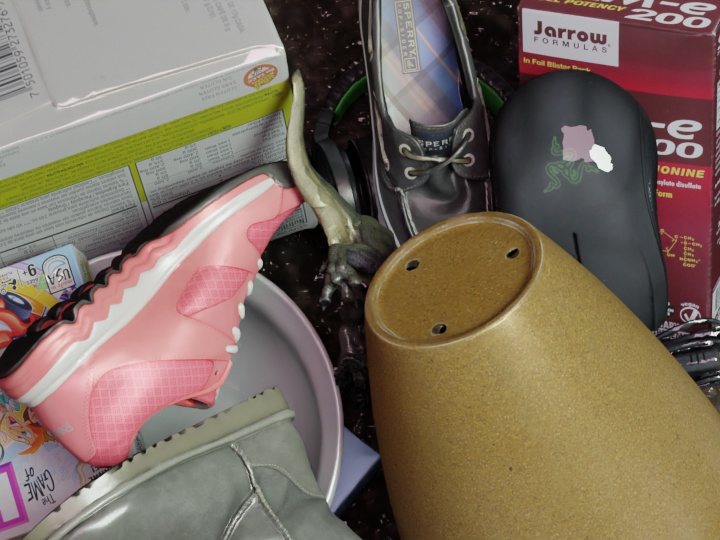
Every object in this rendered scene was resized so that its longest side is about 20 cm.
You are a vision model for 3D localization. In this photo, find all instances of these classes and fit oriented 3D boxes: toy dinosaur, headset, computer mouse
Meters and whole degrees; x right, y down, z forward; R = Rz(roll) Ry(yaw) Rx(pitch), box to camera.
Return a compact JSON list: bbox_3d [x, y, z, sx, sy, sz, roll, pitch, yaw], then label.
[{"bbox_3d":[0.000,0.000,1.478,0.047,0.200,0.088,-14,42,24],"label":"toy dinosaur"},{"bbox_3d":[0.025,-0.026,1.625,0.123,0.094,0.200,15,65,2],"label":"headset"},{"bbox_3d":[0.121,-0.007,1.512,0.138,0.053,0.200,-8,119,12],"label":"computer mouse"}]

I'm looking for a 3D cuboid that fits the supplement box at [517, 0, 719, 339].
[{"bbox_3d":[0.143,-0.061,1.551,0.109,0.200,0.061,9,37,19],"label":"supplement box"}]

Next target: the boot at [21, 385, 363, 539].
[{"bbox_3d":[-0.048,0.171,1.407,0.182,0.073,0.200,-26,83,-28],"label":"boot"}]

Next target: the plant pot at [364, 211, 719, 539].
[{"bbox_3d":[0.080,0.075,1.440,0.186,0.200,0.187,-18,38,15],"label":"plant pot"}]

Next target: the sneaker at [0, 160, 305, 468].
[{"bbox_3d":[-0.090,0.023,1.461,0.200,0.074,0.087,-41,101,-27],"label":"sneaker"}]

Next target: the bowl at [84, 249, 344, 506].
[{"bbox_3d":[-0.100,0.094,1.531,0.201,0.090,0.201,-2,78,9],"label":"bowl"}]

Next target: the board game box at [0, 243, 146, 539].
[{"bbox_3d":[-0.216,0.084,1.487,0.200,0.034,0.135,-20,76,4],"label":"board game box"}]

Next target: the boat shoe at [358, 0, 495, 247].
[{"bbox_3d":[0.039,-0.077,1.549,0.070,0.066,0.200,-7,85,-1],"label":"boat shoe"}]

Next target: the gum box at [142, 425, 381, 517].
[{"bbox_3d":[-0.115,0.127,1.599,0.170,0.045,0.200,38,81,7],"label":"gum box"}]

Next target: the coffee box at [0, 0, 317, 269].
[{"bbox_3d":[-0.154,-0.113,1.545,0.200,0.198,0.200,-20,64,-4],"label":"coffee box"}]
